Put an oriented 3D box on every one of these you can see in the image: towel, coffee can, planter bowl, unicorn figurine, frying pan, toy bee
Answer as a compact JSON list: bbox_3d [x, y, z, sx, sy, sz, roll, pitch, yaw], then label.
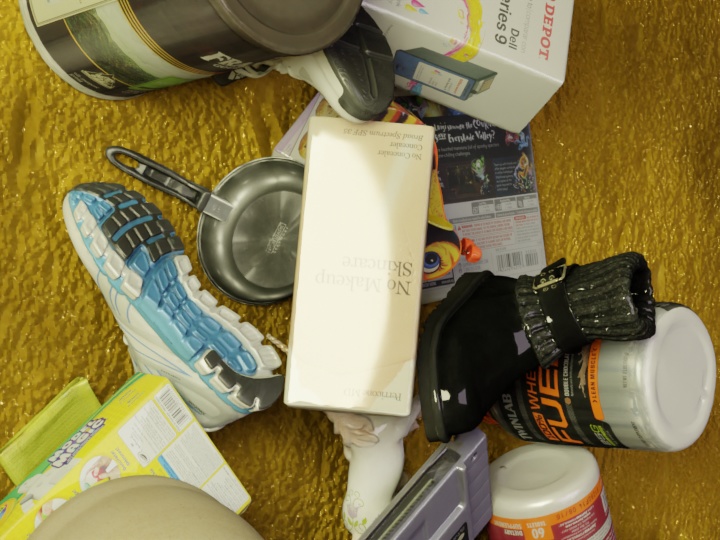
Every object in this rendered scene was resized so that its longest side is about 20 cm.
[{"bbox_3d":[-0.167,0.177,0.981,0.086,0.018,0.201,-47,118,-38],"label":"towel"},{"bbox_3d":[-0.113,-0.200,0.939,0.145,0.199,0.148,4,84,-44],"label":"coffee can"},{"bbox_3d":[-0.113,0.237,0.875,0.198,0.134,0.203,-3,95,-36],"label":"planter bowl"},{"bbox_3d":[0.012,0.139,1.123,0.137,0.073,0.203,-7,89,-49],"label":"unicorn figurine"},{"bbox_3d":[-0.086,-0.053,1.045,0.115,0.031,0.191,-42,122,-8],"label":"frying pan"},{"bbox_3d":[0.041,-0.040,1.129,0.107,0.132,0.202,-4,132,-15],"label":"toy bee"}]

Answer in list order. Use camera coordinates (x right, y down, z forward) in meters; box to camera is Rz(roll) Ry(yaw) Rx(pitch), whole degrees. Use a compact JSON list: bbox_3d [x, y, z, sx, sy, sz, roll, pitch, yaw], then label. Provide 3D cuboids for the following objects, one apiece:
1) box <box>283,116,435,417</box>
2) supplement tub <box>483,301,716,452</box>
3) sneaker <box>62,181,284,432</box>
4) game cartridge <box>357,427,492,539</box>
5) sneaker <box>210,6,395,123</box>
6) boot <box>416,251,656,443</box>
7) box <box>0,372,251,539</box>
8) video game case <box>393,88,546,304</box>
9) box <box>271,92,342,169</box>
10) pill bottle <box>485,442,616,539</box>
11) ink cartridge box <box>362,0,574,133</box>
[{"bbox_3d":[0.000,0.000,1.008,0.078,0.094,0.203,82,12,-84],"label":"box"},{"bbox_3d":[0.191,0.088,1.216,0.122,0.199,0.124,3,86,-46],"label":"supplement tub"},{"bbox_3d":[-0.146,0.032,0.980,0.201,0.087,0.075,52,39,1],"label":"sneaker"},{"bbox_3d":[0.036,0.227,1.111,0.200,0.038,0.130,-45,144,-26],"label":"game cartridge"},{"bbox_3d":[-0.051,-0.154,1.024,0.075,0.115,0.202,12,40,-44],"label":"sneaker"},{"bbox_3d":[0.135,0.051,1.070,0.212,0.156,0.080,-58,139,-54],"label":"boot"},{"bbox_3d":[-0.176,0.177,0.935,0.200,0.048,0.118,-45,117,-28],"label":"box"},{"bbox_3d":[0.088,-0.071,1.255,0.199,0.023,0.184,-9,93,-44],"label":"video game case"},{"bbox_3d":[-0.007,-0.142,1.144,0.041,0.039,0.201,32,58,5],"label":"box"},{"bbox_3d":[0.175,0.261,1.247,0.109,0.109,0.202,-33,115,-41],"label":"pill bottle"},{"bbox_3d":[0.066,-0.218,1.133,0.198,0.088,0.147,20,61,-15],"label":"ink cartridge box"}]
